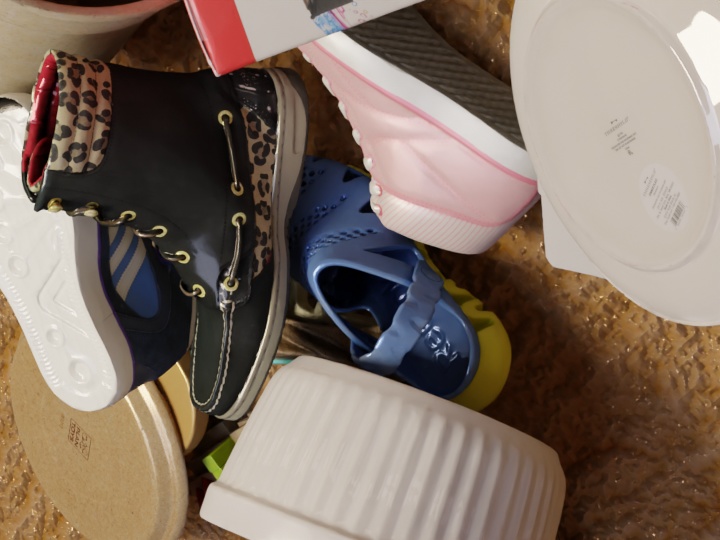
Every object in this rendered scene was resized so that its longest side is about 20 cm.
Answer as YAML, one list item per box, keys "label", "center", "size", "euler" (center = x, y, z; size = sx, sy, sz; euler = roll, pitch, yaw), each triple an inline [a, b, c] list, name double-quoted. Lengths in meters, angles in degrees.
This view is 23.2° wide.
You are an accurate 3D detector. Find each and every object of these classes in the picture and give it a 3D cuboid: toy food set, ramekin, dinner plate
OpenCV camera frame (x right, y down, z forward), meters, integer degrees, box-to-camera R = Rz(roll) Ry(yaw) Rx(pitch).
- label: "toy food set"
  center: [-0.181, 0.109, 1.243]
  size: [0.198, 0.049, 0.201]
  euler: [26, 128, 38]
- label: "ramekin"
  center: [0.020, 0.124, 0.985]
  size: [0.200, 0.200, 0.105]
  euler: [17, 82, 28]
- label: "dinner plate"
  center: [0.124, -0.066, 0.803]
  size: [0.200, 0.024, 0.201]
  euler: [42, 145, 40]

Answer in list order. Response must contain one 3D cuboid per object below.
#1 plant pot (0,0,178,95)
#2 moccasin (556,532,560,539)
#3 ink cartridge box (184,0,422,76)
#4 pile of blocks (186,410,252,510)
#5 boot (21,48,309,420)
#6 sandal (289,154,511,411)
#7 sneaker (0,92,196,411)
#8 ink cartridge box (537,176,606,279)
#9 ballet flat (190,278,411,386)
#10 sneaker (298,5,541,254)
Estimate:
- label: "plant pot"
  center: [-0.194, -0.183, 1.011]
  size: [0.201, 0.200, 0.184]
  euler: [47, 146, 3]
- label: "moccasin"
  center: [0.110, 0.205, 1.086]
  size: [0.074, 0.078, 0.202]
  euler: [-1, 98, 55]
- label: "ink cartridge box"
  center: [-0.030, -0.157, 0.868]
  size: [0.199, 0.116, 0.067]
  euler: [-20, 109, 0]
- label: "pile of blocks"
  center: [-0.050, 0.139, 1.173]
  size: [0.199, 0.062, 0.082]
  euler: [-3, 115, 38]
- label: "boot"
  center: [-0.116, -0.021, 0.977]
  size: [0.073, 0.153, 0.204]
  euler: [21, 104, 59]
- label: "sandal"
  center: [0.000, 0.000, 1.005]
  size: [0.200, 0.087, 0.080]
  euler: [43, 109, 30]
- label: "sneaker"
  center: [-0.156, -0.028, 1.065]
  size: [0.080, 0.146, 0.201]
  euler: [-8, 108, 27]
- label: "ink cartridge box"
  center: [0.150, -0.093, 0.873]
  size: [0.115, 0.068, 0.201]
  euler: [14, 124, 32]
- label: "ballet flat"
  center: [-0.022, 0.030, 1.090]
  size: [0.199, 0.068, 0.073]
  euler: [8, 101, 33]
- label: "sneaker"
  center: [0.013, -0.086, 0.975]
  size: [0.200, 0.075, 0.105]
  euler: [38, 128, 6]
